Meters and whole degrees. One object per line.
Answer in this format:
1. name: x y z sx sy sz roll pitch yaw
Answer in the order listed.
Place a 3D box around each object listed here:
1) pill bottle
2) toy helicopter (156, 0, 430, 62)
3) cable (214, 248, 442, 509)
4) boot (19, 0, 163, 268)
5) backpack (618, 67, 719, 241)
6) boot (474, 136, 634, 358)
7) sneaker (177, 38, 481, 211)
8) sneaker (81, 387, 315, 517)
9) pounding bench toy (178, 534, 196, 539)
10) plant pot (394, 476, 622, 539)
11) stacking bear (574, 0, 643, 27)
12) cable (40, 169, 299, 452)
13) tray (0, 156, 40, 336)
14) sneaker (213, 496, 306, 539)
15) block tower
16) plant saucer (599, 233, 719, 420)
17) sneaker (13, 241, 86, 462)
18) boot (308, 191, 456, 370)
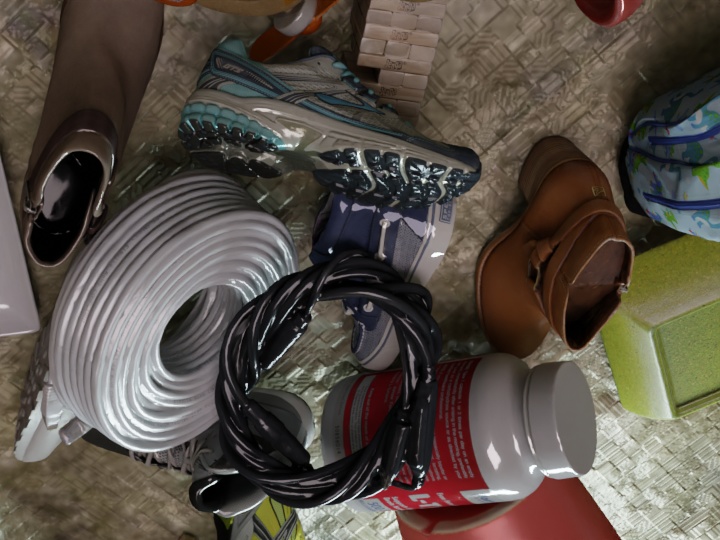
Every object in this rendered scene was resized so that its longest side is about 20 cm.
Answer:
1. pill bottle: 0.077 0.125 0.916 0.198 0.113 0.113 -12 128 31
2. toy helicopter: -0.037 -0.183 0.738 0.198 0.080 0.132 8 158 24
3. cable: -0.023 0.076 0.840 0.161 0.051 0.202 3 114 2
4. boot: -0.171 -0.104 0.754 0.069 0.147 0.202 13 118 -15
5. backpack: 0.272 -0.085 0.809 0.162 0.200 0.155 -20 114 4
6. boot: 0.142 0.017 0.876 0.073 0.155 0.202 1 122 -10
7. sneaker: -0.013 -0.101 0.762 0.198 0.087 0.078 14 159 -6
8. sneaker: -0.139 0.137 0.912 0.197 0.116 0.076 1 118 5
9. pounding bench toy: -0.113 0.308 1.033 0.155 0.125 0.201 25 115 -22
10. plant pot: 0.124 0.238 1.001 0.199 0.201 0.178 -24 114 6
11. stacking bear: 0.234 -0.247 0.761 0.198 0.114 0.122 -23 123 0
12. cable: -0.129 0.031 0.834 0.199 0.069 0.202 -27 139 -39
13. tray: -0.301 -0.036 0.849 0.106 0.022 0.202 -6 122 -5
14. sneaker: -0.081 0.238 0.960 0.076 0.202 0.075 14 154 -19
15. block tower: 0.018 -0.148 0.814 0.057 0.054 0.202 5 121 -13
16. plant saucer: 0.298 0.043 0.954 0.198 0.048 0.200 -24 137 5
17. sneaker: -0.207 0.072 0.902 0.080 0.077 0.201 18 116 -28
18. boot: 0.000 0.000 0.876 0.089 0.073 0.201 11 139 -9
